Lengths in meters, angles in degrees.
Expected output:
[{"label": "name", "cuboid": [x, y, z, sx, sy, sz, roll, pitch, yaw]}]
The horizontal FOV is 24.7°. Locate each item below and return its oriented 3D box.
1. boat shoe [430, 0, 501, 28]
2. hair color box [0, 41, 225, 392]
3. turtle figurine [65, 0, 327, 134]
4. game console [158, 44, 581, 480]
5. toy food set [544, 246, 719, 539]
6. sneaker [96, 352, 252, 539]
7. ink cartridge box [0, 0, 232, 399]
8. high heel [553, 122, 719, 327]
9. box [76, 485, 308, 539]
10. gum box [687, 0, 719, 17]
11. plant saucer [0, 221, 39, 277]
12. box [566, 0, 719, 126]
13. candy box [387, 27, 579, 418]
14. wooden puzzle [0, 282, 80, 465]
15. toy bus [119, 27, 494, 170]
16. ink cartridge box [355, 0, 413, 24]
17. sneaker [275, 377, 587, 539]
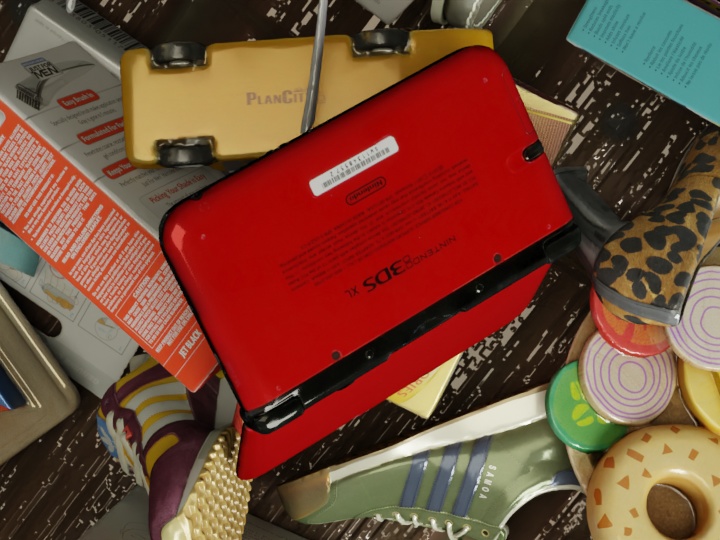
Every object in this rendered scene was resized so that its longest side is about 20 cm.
[{"label": "boat shoe", "cuboid": [0.112, -0.218, 0.935, 0.060, 0.072, 0.202, 34, 95, 8]}, {"label": "hair color box", "cuboid": [-0.128, -0.034, 0.911, 0.200, 0.111, 0.064, 43, 116, 5]}, {"label": "turtle figurine", "cuboid": [-0.066, -0.212, 0.833, 0.144, 0.200, 0.194, 15, 58, 34]}, {"label": "game console", "cuboid": [0.000, 0.000, 0.856, 0.200, 0.119, 0.173, -30, 105, -18]}, {"label": "toy food set", "cuboid": [0.206, 0.077, 0.935, 0.200, 0.049, 0.198, -15, 78, -7]}, {"label": "sneaker", "cuboid": [-0.111, 0.105, 0.938, 0.090, 0.200, 0.075, -3, 113, 7]}, {"label": "ink cartridge box", "cuboid": [-0.170, -0.045, 1.014, 0.162, 0.057, 0.200, 34, 119, 3]}, {"label": "high heel", "cuboid": [0.211, -0.025, 0.896, 0.199, 0.143, 0.072, -13, 125, -9]}, {"label": "box", "cuboid": [-0.092, 0.210, 0.940, 0.152, 0.200, 0.107, 23, 97, 4]}, {"label": "gum box", "cuboid": [0.229, -0.158, 0.904, 0.200, 0.114, 0.066, 31, 99, 3]}, {"label": "plant saucer", "cuboid": [-0.215, -0.030, 0.914, 0.070, 0.200, 0.019, 42, 84, 0]}, {"label": "box", "cuboid": [0.210, -0.091, 0.860, 0.200, 0.082, 0.049, 36, 103, 33]}, {"label": "candy box", "cuboid": [0.035, -0.028, 0.973, 0.116, 0.056, 0.200, 27, 100, 5]}, {"label": "wooden puzzle", "cuboid": [-0.301, 0.062, 1.021, 0.200, 0.046, 0.185, -35, 91, 15]}, {"label": "toy bus", "cuboid": [-0.026, -0.091, 0.892, 0.199, 0.078, 0.065, -4, 89, -1]}, {"label": "ink cartridge box", "cuboid": [0.051, -0.246, 0.896, 0.068, 0.116, 0.200, 34, 112, -32]}, {"label": "sneaker", "cuboid": [0.056, 0.134, 0.979, 0.200, 0.067, 0.090, -21, 87, 6]}]
